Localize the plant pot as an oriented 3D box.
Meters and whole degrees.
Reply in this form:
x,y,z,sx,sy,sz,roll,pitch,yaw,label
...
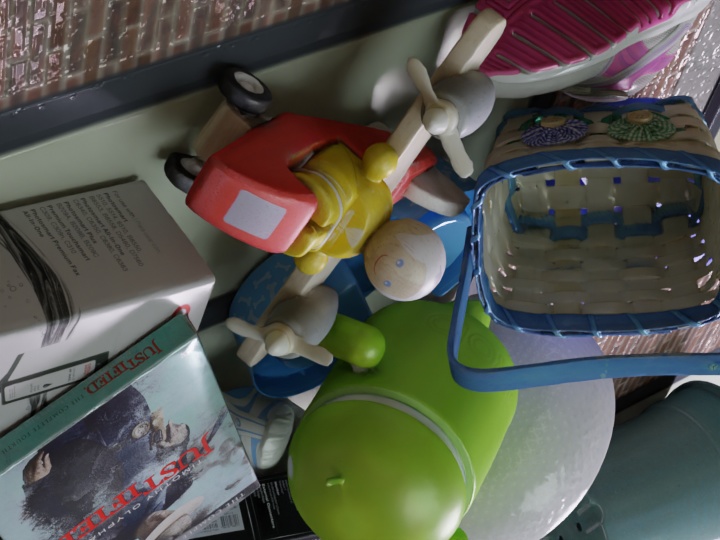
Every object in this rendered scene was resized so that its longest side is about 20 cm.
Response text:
x,y,z,sx,sy,sz,roll,pitch,yaw,label
0.278,0.230,1.663,0.195,0.201,0.201,-15,145,-25,plant pot

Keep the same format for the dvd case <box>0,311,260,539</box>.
x,y,z,sx,sy,sz,roll,pitch,yaw,label
-0.134,0.118,0.953,0.146,0.022,0.200,-35,152,-14,dvd case

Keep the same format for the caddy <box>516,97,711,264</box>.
x,y,z,sx,sy,sz,roll,pitch,yaw,label
0.172,-0.054,1.186,0.141,0.105,0.200,-20,158,13,caddy

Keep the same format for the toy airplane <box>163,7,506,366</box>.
x,y,z,sx,sy,sz,roll,pitch,yaw,label
0.003,-0.037,0.951,0.199,0.141,0.200,-32,152,-15,toy airplane

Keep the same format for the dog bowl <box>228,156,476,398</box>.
x,y,z,sx,sy,sz,roll,pitch,yaw,label
0.000,0.000,1.104,0.200,0.050,0.112,-36,152,-6,dog bowl

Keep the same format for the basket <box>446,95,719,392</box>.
x,y,z,sx,sy,sz,roll,pitch,yaw,label
0.139,-0.010,0.994,0.175,0.201,0.139,-4,135,8,basket

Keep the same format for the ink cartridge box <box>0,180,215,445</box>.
x,y,z,sx,sy,sz,roll,pitch,yaw,label
-0.191,0.047,0.895,0.199,0.084,0.146,-16,144,-38,ink cartridge box

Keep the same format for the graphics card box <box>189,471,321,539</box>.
x,y,z,sx,sy,sz,roll,pitch,yaw,label
-0.071,0.175,1.143,0.199,0.051,0.125,-9,161,-23,graphics card box

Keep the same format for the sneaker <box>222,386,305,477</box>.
x,y,z,sx,sy,sz,roll,pitch,yaw,label
-0.073,0.118,1.188,0.200,0.072,0.072,71,43,-73,sneaker

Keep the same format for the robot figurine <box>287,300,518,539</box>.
x,y,z,sx,sy,sz,roll,pitch,yaw,label
0.027,0.097,1.048,0.200,0.115,0.176,-57,132,-50,robot figurine

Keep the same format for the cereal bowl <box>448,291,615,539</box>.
x,y,z,sx,sy,sz,roll,pitch,yaw,label
0.076,0.099,1.206,0.200,0.200,0.083,-43,133,7,cereal bowl

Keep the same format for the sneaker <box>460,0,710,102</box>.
x,y,z,sx,sy,sz,roll,pitch,yaw,label
0.139,-0.137,1.039,0.199,0.081,0.088,-21,146,-31,sneaker

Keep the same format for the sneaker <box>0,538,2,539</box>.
x,y,z,sx,sy,sz,roll,pitch,yaw,label
-0.246,0.183,1.056,0.200,0.070,0.090,-24,144,-37,sneaker
